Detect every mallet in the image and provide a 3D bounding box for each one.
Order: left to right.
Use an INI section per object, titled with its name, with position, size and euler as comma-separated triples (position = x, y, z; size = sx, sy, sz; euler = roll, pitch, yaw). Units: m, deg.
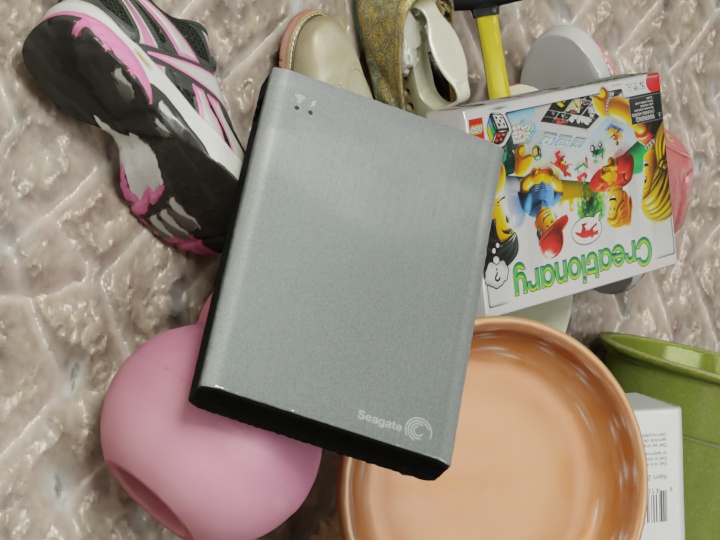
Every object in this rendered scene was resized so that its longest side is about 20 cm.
[mallet]
position = 0.098, -0.111, 1.532
size = 0.041, 0.066, 0.201
euler = -131, -156, -88

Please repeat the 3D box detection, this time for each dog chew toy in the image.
[dog chew toy]
position = -0.049, 0.054, 1.334
size = 0.200, 0.124, 0.125
euler = -47, 127, -16

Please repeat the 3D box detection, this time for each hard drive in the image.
[hard drive]
position = -0.005, 0.001, 1.293
size = 0.139, 0.033, 0.201
euler = 19, 59, -13

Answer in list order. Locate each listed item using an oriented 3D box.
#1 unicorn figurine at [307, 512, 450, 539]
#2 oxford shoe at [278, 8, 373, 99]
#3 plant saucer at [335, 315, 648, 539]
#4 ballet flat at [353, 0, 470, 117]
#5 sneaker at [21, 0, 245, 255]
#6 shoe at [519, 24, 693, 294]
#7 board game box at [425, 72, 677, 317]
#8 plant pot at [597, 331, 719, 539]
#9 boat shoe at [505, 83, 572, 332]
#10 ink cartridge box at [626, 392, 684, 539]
[unicorn figurine]
position = 0.038, 0.223, 1.469
size = 0.137, 0.200, 0.074
euler = -49, 177, 6
[oxford shoe]
position = 0.009, -0.064, 1.458
size = 0.071, 0.074, 0.201
euler = -40, 120, -41
[plant saucer]
position = 0.074, 0.127, 1.422
size = 0.199, 0.037, 0.201
euler = 0, 89, -23
[ballet flat]
position = 0.045, -0.092, 1.507
size = 0.071, 0.071, 0.201
euler = -29, 113, -45
[sneaker]
position = -0.099, -0.093, 1.335
size = 0.200, 0.080, 0.087
euler = 57, 41, -40
[shoe]
position = 0.170, -0.090, 1.653
size = 0.091, 0.071, 0.201
euler = -43, 128, -41
[board game box]
position = 0.122, -0.049, 1.510
size = 0.200, 0.035, 0.127
euler = -15, 101, -46
[plant pot]
position = 0.236, 0.158, 1.667
size = 0.200, 0.200, 0.191
euler = 10, 96, -49
[boat shoe]
position = 0.101, -0.021, 1.578
size = 0.063, 0.071, 0.201
euler = -170, -99, -89
[ink cartridge box]
position = 0.128, 0.185, 1.553
size = 0.145, 0.084, 0.201
euler = -2, 94, -13
